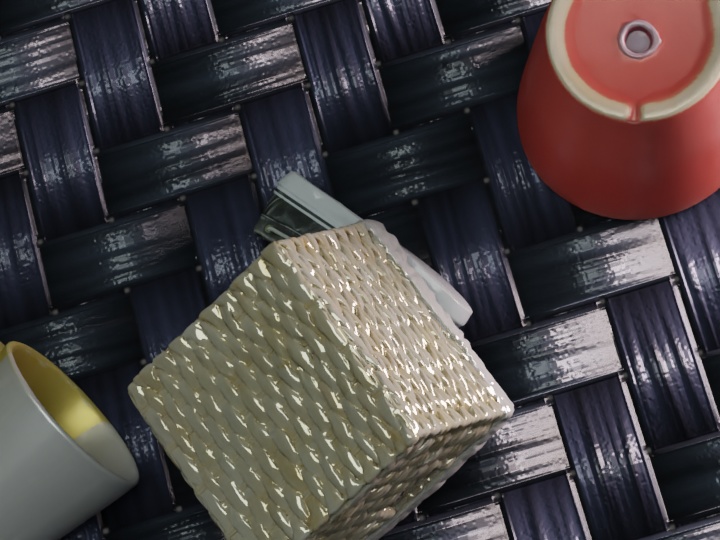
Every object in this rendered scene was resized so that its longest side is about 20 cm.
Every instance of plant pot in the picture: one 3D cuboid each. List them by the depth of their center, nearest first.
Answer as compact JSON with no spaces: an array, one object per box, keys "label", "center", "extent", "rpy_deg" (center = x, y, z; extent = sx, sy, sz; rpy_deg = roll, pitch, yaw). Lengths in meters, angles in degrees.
[{"label":"plant pot","center":[0.216,-0.155,1.575],"extent":[0.198,0.177,0.202],"rpy_deg":[-2,76,7]}]

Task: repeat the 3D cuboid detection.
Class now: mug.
[{"label":"mug","center":[-0.280,0.157,1.600],"extent":[0.153,0.187,0.149],"rpy_deg":[-43,107,4]}]

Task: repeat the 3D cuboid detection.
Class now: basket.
[{"label":"basket","center":[-0.033,0.095,1.521],"extent":[0.198,0.160,0.201],"rpy_deg":[-43,72,23]}]

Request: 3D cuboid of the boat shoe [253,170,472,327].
[{"label":"boat shoe","center":[0.000,0.000,1.627],"extent":[0.199,0.072,0.071],"rpy_deg":[36,91,24]}]
